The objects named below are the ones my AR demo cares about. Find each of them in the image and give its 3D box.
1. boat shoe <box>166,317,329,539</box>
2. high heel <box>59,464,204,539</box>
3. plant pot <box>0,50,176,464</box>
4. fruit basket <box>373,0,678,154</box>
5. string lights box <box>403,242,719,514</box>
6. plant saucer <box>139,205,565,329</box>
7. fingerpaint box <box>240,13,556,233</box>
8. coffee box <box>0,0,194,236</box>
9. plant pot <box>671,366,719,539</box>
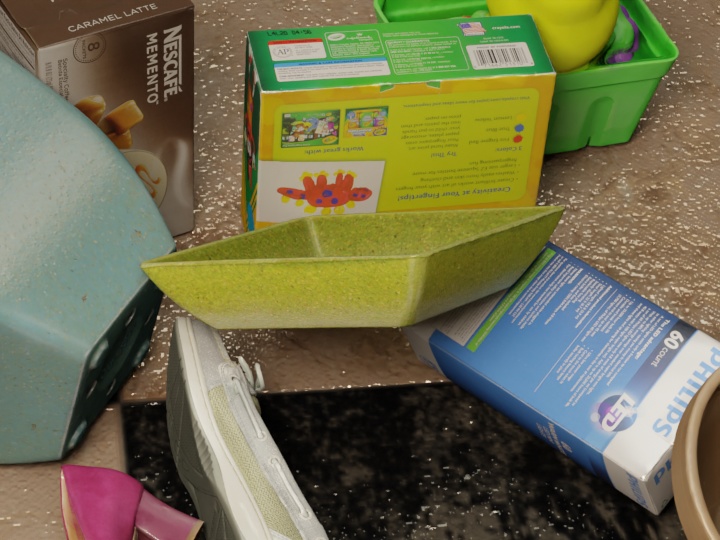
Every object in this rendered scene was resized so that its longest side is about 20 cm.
[{"bbox_3d":[-0.074,0.112,1.320,0.065,0.075,0.202,-7,48,-21],"label":"boat shoe"},{"bbox_3d":[-0.168,0.189,1.229,0.096,0.068,0.200,24,31,6],"label":"high heel"},{"bbox_3d":[-0.232,0.005,1.340,0.200,0.197,0.196,29,47,6],"label":"plant pot"},{"bbox_3d":[0.124,-0.181,1.547,0.215,0.216,0.156,-10,42,-15],"label":"fruit basket"},{"bbox_3d":[0.136,0.056,1.364,0.200,0.059,0.103,33,75,29],"label":"string lights box"},{"bbox_3d":[0.000,0.000,1.317,0.200,0.048,0.200,-1,9,31],"label":"plant saucer"},{"bbox_3d":[0.021,-0.085,1.465,0.199,0.167,0.073,-5,43,-10],"label":"fingerpaint box"},{"bbox_3d":[-0.178,-0.107,1.445,0.114,0.200,0.080,-19,49,-24],"label":"coffee box"},{"bbox_3d":[0.267,0.147,1.275,0.200,0.093,0.201,10,58,-16],"label":"plant pot"}]
